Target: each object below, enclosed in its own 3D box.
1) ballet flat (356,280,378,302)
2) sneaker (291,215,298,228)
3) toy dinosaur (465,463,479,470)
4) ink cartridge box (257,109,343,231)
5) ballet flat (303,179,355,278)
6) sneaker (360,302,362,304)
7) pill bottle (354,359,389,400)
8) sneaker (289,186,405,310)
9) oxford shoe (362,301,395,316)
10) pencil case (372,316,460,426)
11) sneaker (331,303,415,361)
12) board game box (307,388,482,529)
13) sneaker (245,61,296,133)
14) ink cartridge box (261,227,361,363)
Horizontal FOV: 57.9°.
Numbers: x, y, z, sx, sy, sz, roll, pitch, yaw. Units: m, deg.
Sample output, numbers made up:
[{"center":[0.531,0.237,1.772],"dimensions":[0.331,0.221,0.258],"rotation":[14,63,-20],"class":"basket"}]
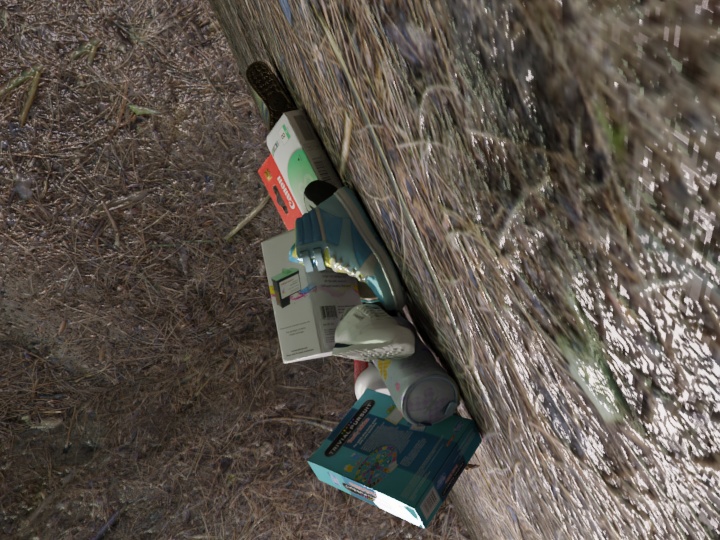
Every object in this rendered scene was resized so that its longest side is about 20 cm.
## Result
[{"center":[0.000,0.000,1.183],"dimensions":[0.070,0.069,0.200],"rotation":[65,176,-18],"class":"ballet flat"},{"center":[-0.069,-0.027,1.232],"dimensions":[0.081,0.074,0.201],"rotation":[2,113,62],"class":"sneaker"},{"center":[0.128,0.269,1.077],"dimensions":[0.136,0.086,0.200],"rotation":[61,180,33],"class":"toy dinosaur"},{"center":[-0.126,-0.160,1.153],"dimensions":[0.200,0.050,0.161],"rotation":[-38,76,48],"class":"ink cartridge box"},{"center":[-0.017,-0.059,1.036],"dimensions":[0.200,0.068,0.068],"rotation":[54,171,-28],"class":"ballet flat"},{"center":[-0.057,0.098,1.197],"dimensions":[0.078,0.079,0.200],"rotation":[46,153,-15],"class":"sneaker"},{"center":[0.043,0.214,1.311],"dimensions":[0.200,0.112,0.113],"rotation":[-92,-21,-65],"class":"pill bottle"},{"center":[-0.027,-0.010,0.949],"dimensions":[0.200,0.130,0.080],"rotation":[61,175,13],"class":"sneaker"},{"center":[0.038,0.080,1.275],"dimensions":[0.200,0.071,0.072],"rotation":[83,-175,-72],"class":"oxford shoe"},{"center":[0.074,0.142,0.955],"dimensions":[0.200,0.090,0.083],"rotation":[-127,45,-63],"class":"pencil case"},{"center":[0.014,0.084,0.916],"dimensions":[0.200,0.076,0.081],"rotation":[-13,63,62],"class":"sneaker"},{"center":[0.047,0.256,0.919],"dimensions":[0.200,0.151,0.047],"rotation":[7,133,43],"class":"board game box"},{"center":[-0.151,-0.297,1.247],"dimensions":[0.201,0.067,0.090],"rotation":[64,-176,3],"class":"sneaker"},{"center":[-0.072,0.039,1.061],"dimensions":[0.145,0.084,0.201],"rotation":[2,-106,-59],"class":"ink cartridge box"}]
